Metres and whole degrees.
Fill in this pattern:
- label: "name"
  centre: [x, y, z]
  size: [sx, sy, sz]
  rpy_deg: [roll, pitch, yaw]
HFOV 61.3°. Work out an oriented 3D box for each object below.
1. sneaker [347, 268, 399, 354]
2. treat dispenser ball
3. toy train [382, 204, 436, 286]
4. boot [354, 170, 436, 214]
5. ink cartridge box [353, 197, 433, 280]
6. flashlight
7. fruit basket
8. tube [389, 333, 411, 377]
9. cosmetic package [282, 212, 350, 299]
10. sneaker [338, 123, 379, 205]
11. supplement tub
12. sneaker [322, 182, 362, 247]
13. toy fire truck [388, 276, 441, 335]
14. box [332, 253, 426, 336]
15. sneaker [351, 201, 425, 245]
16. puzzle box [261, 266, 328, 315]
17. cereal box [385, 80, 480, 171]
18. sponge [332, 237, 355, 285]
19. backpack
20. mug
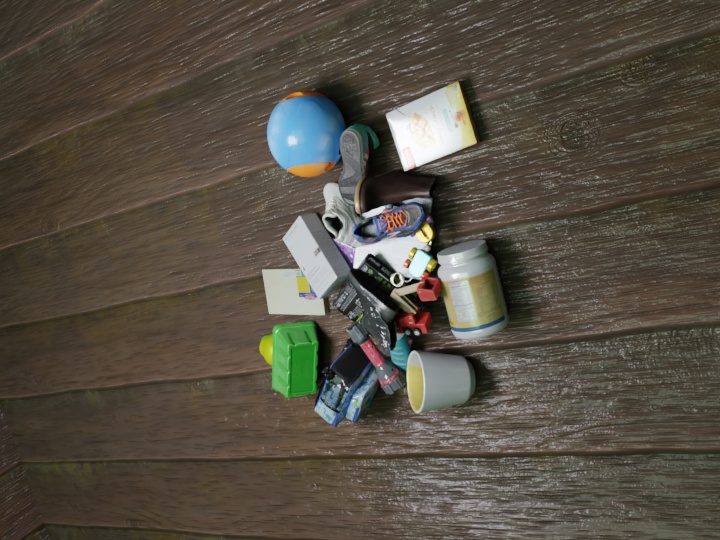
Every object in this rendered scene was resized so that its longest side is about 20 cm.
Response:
- label: "sneaker"
  centre: [0.024, 0.096, 1.469]
  size: [0.199, 0.059, 0.106]
  rpy_deg: [43, 122, 25]
- label: "treat dispenser ball"
  centre: [-0.131, -0.335, 1.494]
  size: [0.195, 0.200, 0.208]
  rpy_deg: [8, 109, 24]
- label: "toy train"
  centre: [0.119, -0.069, 1.479]
  size: [0.146, 0.055, 0.207]
  rpy_deg: [-8, 89, 28]
- label: "boot"
  centre: [0.084, -0.188, 1.431]
  size: [0.161, 0.201, 0.074]
  rpy_deg: [4, 119, 22]
- label: "ink cartridge box"
  centre: [0.085, -0.092, 1.538]
  size: [0.194, 0.040, 0.207]
  rpy_deg: [10, 97, 21]
- label: "flashlight"
  centre: [0.039, 0.225, 1.585]
  size: [0.067, 0.068, 0.202]
  rpy_deg: [-29, 99, 41]
- label: "fruit basket"
  centre: [-0.204, 0.243, 1.759]
  size: [0.215, 0.151, 0.224]
  rpy_deg: [176, 90, -68]
- label: "tube"
  centre: [0.109, 0.230, 1.602]
  size: [0.075, 0.051, 0.204]
  rpy_deg: [10, 137, 28]
- label: "cosmetic package"
  centre: [-0.116, -0.041, 1.620]
  size: [0.102, 0.073, 0.202]
  rpy_deg: [-46, 71, 36]
- label: "sneaker"
  centre: [-0.004, -0.273, 1.502]
  size: [0.081, 0.121, 0.205]
  rpy_deg: [18, 131, 18]
- label: "supplement tub"
  centre: [0.263, 0.044, 1.441]
  size: [0.141, 0.144, 0.206]
  rpy_deg: [-12, 99, 28]
- label: "sneaker"
  centre: [-0.059, -0.151, 1.543]
  size: [0.078, 0.097, 0.203]
  rpy_deg: [-52, 51, 35]
- label: "toy fire truck"
  centre: [0.110, 0.089, 1.474]
  size: [0.194, 0.049, 0.144]
  rpy_deg: [-3, 125, 29]
- label: "box"
  centre: [0.047, 0.081, 1.568]
  size: [0.191, 0.048, 0.201]
  rpy_deg: [34, 133, -3]
- label: "sneaker"
  centre: [0.063, -0.105, 1.430]
  size: [0.196, 0.078, 0.078]
  rpy_deg: [-22, 84, 25]
- label: "puzzle box"
  centre: [-0.186, 0.059, 1.738]
  size: [0.194, 0.025, 0.138]
  rpy_deg: [0, 104, 26]
- label: "cereal box"
  centre: [0.169, -0.337, 1.435]
  size: [0.195, 0.039, 0.148]
  rpy_deg: [-17, 96, 29]
- label: "sponge"
  centre: [0.000, 0.000, 1.625]
  size: [0.196, 0.030, 0.115]
  rpy_deg: [24, 114, 18]
- label: "backpack"
  centre: [-0.035, 0.323, 1.653]
  size: [0.145, 0.183, 0.203]
  rpy_deg: [33, 129, 10]
- label: "mug"
  centre: [0.202, 0.278, 1.548]
  size: [0.148, 0.186, 0.155]
  rpy_deg: [-1, 84, -13]
